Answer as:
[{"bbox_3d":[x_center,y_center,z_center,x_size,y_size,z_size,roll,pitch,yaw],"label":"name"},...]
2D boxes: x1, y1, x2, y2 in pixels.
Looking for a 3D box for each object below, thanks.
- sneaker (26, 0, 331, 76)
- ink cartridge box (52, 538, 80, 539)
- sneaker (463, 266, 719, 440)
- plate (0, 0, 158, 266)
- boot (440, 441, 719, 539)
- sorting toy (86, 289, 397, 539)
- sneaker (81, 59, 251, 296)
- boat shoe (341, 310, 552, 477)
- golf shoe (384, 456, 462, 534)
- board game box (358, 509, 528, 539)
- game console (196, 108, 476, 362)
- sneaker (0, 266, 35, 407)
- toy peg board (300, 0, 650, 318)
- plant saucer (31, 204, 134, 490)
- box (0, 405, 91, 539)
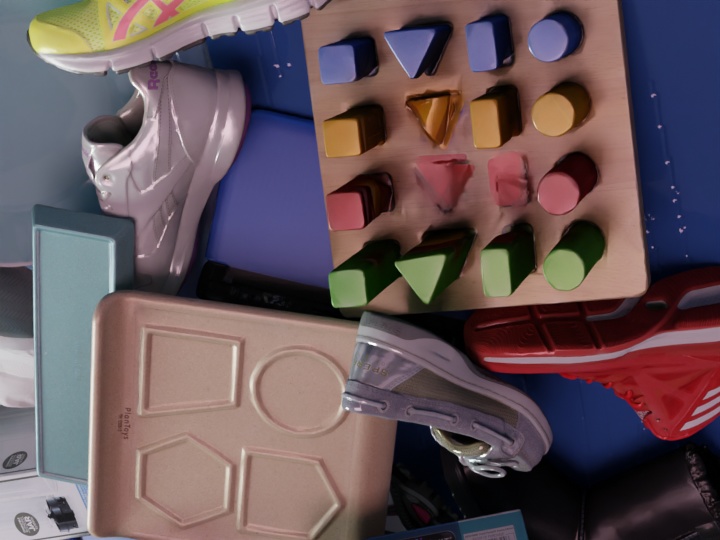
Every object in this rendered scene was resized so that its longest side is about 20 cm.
[{"bbox_3d":[-0.115,-0.183,1.132,0.198,0.078,0.091,-17,115,7],"label":"sneaker"},{"bbox_3d":[-0.170,0.221,1.329,0.118,0.042,0.199,18,173,-26],"label":"ink cartridge box"},{"bbox_3d":[0.164,0.069,1.193,0.198,0.079,0.116,-4,126,-4],"label":"sneaker"},{"bbox_3d":[-0.222,-0.099,1.198,0.198,0.026,0.202,-9,117,-18],"label":"plate"},{"bbox_3d":[0.168,0.157,1.272,0.161,0.074,0.199,-22,121,28],"label":"boot"},{"bbox_3d":[-0.076,0.103,1.206,0.198,0.037,0.187,6,117,0],"label":"sorting toy"},{"bbox_3d":[-0.144,-0.051,1.199,0.099,0.075,0.201,12,117,-23],"label":"sneaker"},{"bbox_3d":[0.054,0.089,1.159,0.074,0.065,0.202,17,167,36],"label":"boat shoe"},{"bbox_3d":[-0.015,0.143,1.262,0.088,0.077,0.200,-45,113,-7],"label":"golf shoe"},{"bbox_3d":[0.035,0.233,1.259,0.149,0.047,0.201,-9,151,-5],"label":"board game box"},{"bbox_3d":[0.000,0.000,1.249,0.198,0.119,0.171,13,155,7],"label":"game console"},{"bbox_3d":[-0.261,0.045,1.272,0.115,0.074,0.199,-32,142,32],"label":"sneaker"},{"bbox_3d":[0.060,-0.069,1.106,0.198,0.098,0.202,-5,101,16],"label":"toy peg board"},{"bbox_3d":[-0.183,0.056,1.208,0.069,0.019,0.202,10,118,11],"label":"plant saucer"},{"bbox_3d":[-0.248,0.142,1.343,0.198,0.117,0.061,-10,119,21],"label":"box"}]
